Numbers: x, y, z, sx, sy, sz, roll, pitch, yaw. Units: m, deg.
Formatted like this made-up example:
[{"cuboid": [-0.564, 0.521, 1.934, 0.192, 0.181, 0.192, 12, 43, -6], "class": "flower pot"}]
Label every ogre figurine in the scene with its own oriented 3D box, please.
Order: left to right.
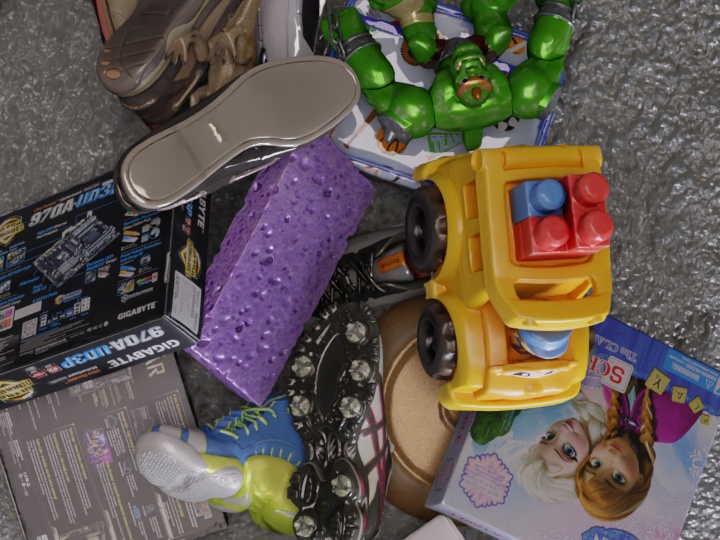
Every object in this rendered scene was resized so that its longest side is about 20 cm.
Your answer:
[{"cuboid": [0.080, -0.162, 1.495, 0.199, 0.098, 0.120, -3, 68, -21], "class": "ogre figurine"}]

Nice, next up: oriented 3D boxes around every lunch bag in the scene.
[{"cuboid": [0.056, -0.143, 1.570, 0.199, 0.076, 0.161, 19, 87, -4], "class": "lunch bag"}]

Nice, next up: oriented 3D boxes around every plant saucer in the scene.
[{"cuboid": [0.084, 0.112, 1.590, 0.199, 0.035, 0.201, 0, 90, -3], "class": "plant saucer"}]

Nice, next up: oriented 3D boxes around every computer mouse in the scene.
[{"cuboid": [-0.070, -0.179, 1.557, 0.044, 0.110, 0.201, 13, 82, -34], "class": "computer mouse"}]

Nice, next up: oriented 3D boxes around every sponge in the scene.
[{"cuboid": [-0.065, -0.007, 1.495, 0.030, 0.112, 0.200, 19, 75, 36], "class": "sponge"}]

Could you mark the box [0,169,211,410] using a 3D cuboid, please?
[{"cuboid": [-0.209, 0.007, 1.485, 0.200, 0.046, 0.159, -20, 51, 26], "class": "box"}]

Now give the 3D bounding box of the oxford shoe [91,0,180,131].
[{"cuboid": [-0.176, -0.201, 1.560, 0.075, 0.070, 0.201, -22, 92, -8], "class": "oxford shoe"}]

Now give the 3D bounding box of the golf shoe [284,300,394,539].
[{"cuboid": [-0.012, 0.125, 1.541, 0.077, 0.088, 0.201, 4, 85, 26], "class": "golf shoe"}]

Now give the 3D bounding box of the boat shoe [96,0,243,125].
[{"cuboid": [-0.133, -0.196, 1.531, 0.200, 0.074, 0.073, -55, 137, -26], "class": "boat shoe"}]

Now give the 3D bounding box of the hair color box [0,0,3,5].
[{"cuboid": [-0.300, -0.254, 1.537, 0.060, 0.100, 0.200, 36, 88, -1], "class": "hair color box"}]

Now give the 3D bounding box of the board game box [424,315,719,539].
[{"cuboid": [0.178, 0.136, 1.555, 0.200, 0.041, 0.200, 25, 75, -12], "class": "board game box"}]

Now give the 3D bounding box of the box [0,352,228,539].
[{"cuboid": [-0.210, 0.136, 1.570, 0.160, 0.044, 0.201, -18, 91, -3], "class": "box"}]

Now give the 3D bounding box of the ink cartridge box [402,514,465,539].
[{"cuboid": [0.029, 0.312, 1.543, 0.200, 0.084, 0.146, -34, 71, -3], "class": "ink cartridge box"}]

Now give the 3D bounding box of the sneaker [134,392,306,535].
[{"cuboid": [-0.100, 0.135, 1.529, 0.076, 0.200, 0.105, -7, 63, 34], "class": "sneaker"}]

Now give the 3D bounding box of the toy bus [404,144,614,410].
[{"cuboid": [0.130, -0.001, 1.440, 0.135, 0.192, 0.201, -2, 84, -20], "class": "toy bus"}]

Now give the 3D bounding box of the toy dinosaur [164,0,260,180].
[{"cuboid": [-0.100, -0.169, 1.491, 0.058, 0.101, 0.201, 21, 105, 19], "class": "toy dinosaur"}]

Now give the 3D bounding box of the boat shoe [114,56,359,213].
[{"cuboid": [-0.095, -0.101, 1.430, 0.200, 0.057, 0.067, -29, 93, -20], "class": "boat shoe"}]

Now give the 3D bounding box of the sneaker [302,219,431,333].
[{"cuboid": [0.000, 0.000, 1.563, 0.199, 0.079, 0.074, -18, 91, 2], "class": "sneaker"}]
